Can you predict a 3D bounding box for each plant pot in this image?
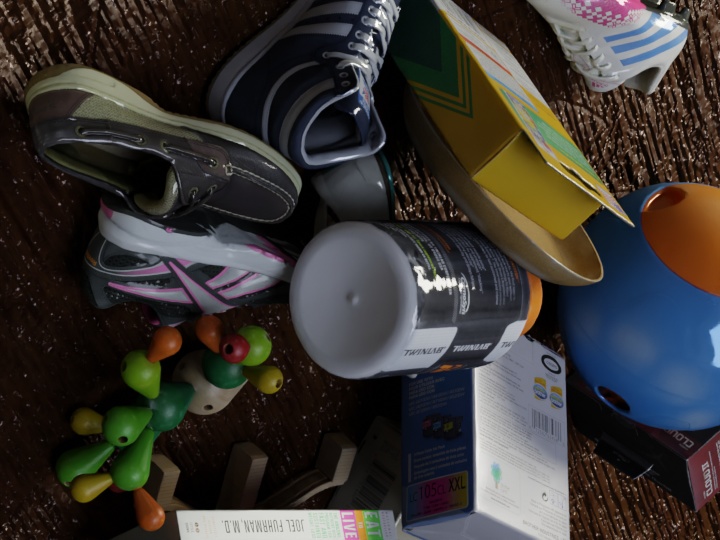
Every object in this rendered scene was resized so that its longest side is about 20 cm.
[{"bbox_3d":[0.096,-0.060,1.460,0.027,0.200,0.200,-43,142,15],"label":"plant pot"}]

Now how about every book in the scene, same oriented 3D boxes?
[{"bbox_3d":[-0.089,0.200,1.484,0.199,0.048,0.133,5,156,-41],"label":"book"}]

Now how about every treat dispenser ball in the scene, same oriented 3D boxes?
[{"bbox_3d":[0.260,0.029,1.665,0.200,0.201,0.202,-24,131,-32],"label":"treat dispenser ball"}]

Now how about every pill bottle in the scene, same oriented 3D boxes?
[{"bbox_3d":[0.048,0.018,1.417,0.200,0.106,0.107,-1,116,-55],"label":"pill bottle"}]

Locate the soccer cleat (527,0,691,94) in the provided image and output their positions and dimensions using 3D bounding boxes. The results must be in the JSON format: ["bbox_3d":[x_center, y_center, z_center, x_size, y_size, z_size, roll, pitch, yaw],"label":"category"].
[{"bbox_3d":[0.180,-0.179,1.550,0.199,0.070,0.087,10,108,-48],"label":"soccer cleat"}]

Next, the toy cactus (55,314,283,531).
[{"bbox_3d":[-0.117,0.091,1.402,0.200,0.102,0.165,-47,172,27],"label":"toy cactus"}]

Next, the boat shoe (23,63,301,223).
[{"bbox_3d":[-0.125,-0.063,1.292,0.199,0.065,0.073,21,143,-30],"label":"boat shoe"}]

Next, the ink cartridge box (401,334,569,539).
[{"bbox_3d":[0.097,0.116,1.590,0.136,0.076,0.201,30,54,-46],"label":"ink cartridge box"}]

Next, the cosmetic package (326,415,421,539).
[{"bbox_3d":[0.071,0.196,1.688,0.200,0.073,0.104,20,100,-48],"label":"cosmetic package"}]

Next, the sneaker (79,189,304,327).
[{"bbox_3d":[-0.111,0.000,1.391,0.199,0.080,0.087,17,114,-40],"label":"sneaker"}]

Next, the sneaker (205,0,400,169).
[{"bbox_3d":[-0.001,-0.150,1.360,0.200,0.108,0.070,-48,140,-10],"label":"sneaker"}]

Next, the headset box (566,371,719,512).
[{"bbox_3d":[0.287,0.104,1.782,0.200,0.148,0.075,-39,137,-21],"label":"headset box"}]

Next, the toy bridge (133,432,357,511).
[{"bbox_3d":[-0.090,0.164,1.542,0.199,0.027,0.068,-3,119,-43],"label":"toy bridge"}]

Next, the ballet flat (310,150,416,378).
[{"bbox_3d":[0.000,0.000,1.506,0.069,0.069,0.201,-31,130,-26],"label":"ballet flat"}]

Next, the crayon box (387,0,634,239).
[{"bbox_3d":[0.095,-0.103,1.415,0.052,0.200,0.126,-42,142,15],"label":"crayon box"}]
